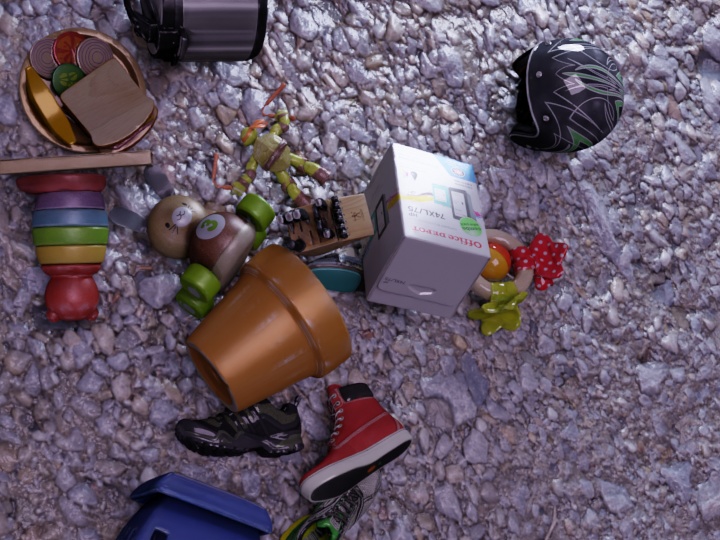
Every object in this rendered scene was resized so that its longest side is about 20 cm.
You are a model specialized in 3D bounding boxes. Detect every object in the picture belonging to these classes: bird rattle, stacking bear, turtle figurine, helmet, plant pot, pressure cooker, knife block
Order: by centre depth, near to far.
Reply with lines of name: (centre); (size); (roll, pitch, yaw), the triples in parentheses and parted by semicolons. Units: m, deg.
plant pot: (-0.236, 0.386, 1.484); (0.198, 0.200, 0.182); (23, 67, -16)
stacking bear: (-0.404, -0.030, 1.531); (0.120, 0.113, 0.204); (-2, 91, -37)
plant pot: (-0.143, 0.096, 1.567); (0.182, 0.200, 0.202); (-36, 96, -20)
knife block: (-0.078, -0.059, 1.598); (0.174, 0.199, 0.065); (-12, 86, -37)
pressure cooker: (-0.247, -0.391, 1.612); (0.197, 0.176, 0.182); (-4, 100, -21)
turtle figurine: (-0.123, -0.179, 1.687); (0.161, 0.064, 0.201); (37, 71, -13)
bird rattle: (0.239, -0.004, 1.791); (0.162, 0.113, 0.201); (38, 67, 5)
helmet: (0.339, -0.289, 1.818); (0.197, 0.190, 0.204); (4, 80, -22)

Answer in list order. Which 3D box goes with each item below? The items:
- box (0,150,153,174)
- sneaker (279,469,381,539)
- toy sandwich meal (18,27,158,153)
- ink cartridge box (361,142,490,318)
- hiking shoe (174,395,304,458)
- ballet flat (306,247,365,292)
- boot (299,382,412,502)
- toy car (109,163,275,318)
box: (-0.383, -0.148, 1.505); (0.197, 0.163, 0.022); (-5, 96, -9)
sneaker: (-0.034, 0.366, 1.630); (0.078, 0.085, 0.200); (46, 68, -9)
toy sandwich meal: (-0.394, -0.260, 1.589); (0.202, 0.070, 0.209); (3, 81, -21)
ink cartridge box: (0.092, -0.059, 1.667); (0.145, 0.147, 0.202); (12, 45, -19)
hiking shoe: (-0.178, 0.219, 1.611); (0.197, 0.076, 0.102); (9, 68, -28)
ballet flat: (0.000, 0.000, 1.718); (0.197, 0.074, 0.075); (13, 77, -21)
boot: (-0.038, 0.246, 1.631); (0.198, 0.073, 0.145); (-25, 62, -36)
toy car: (-0.253, -0.063, 1.583); (0.199, 0.158, 0.165); (36, 67, 0)
